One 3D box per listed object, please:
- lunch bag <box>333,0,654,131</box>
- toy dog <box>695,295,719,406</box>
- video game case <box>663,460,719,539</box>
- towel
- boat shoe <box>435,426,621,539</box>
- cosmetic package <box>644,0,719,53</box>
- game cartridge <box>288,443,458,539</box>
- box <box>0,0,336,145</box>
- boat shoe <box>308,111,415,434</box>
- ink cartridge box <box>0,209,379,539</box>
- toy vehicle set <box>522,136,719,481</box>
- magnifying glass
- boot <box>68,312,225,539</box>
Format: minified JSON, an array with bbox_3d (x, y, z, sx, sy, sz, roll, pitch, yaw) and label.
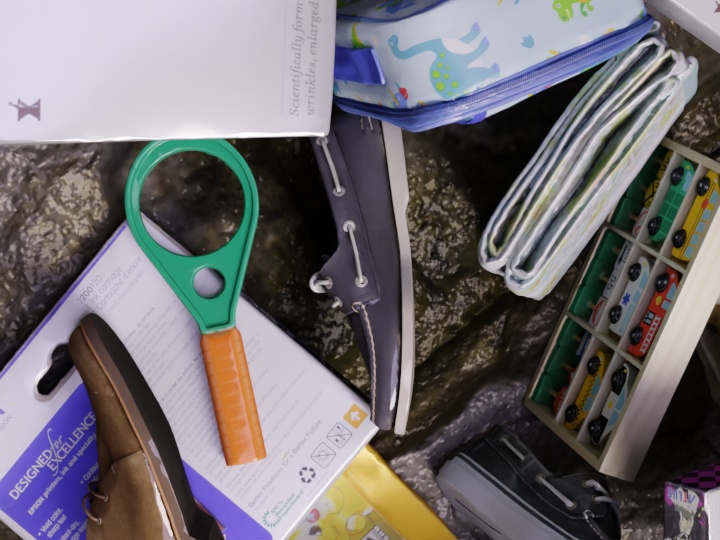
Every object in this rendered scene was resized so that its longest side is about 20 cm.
[{"bbox_3d":[0.059,-0.140,1.139,0.160,0.200,0.083,-24,105,-14],"label":"lunch bag"},{"bbox_3d":[0.310,0.007,1.281,0.199,0.194,0.140,-30,101,-1],"label":"toy dog"},{"bbox_3d":[0.251,0.193,1.206,0.199,0.036,0.182,-13,107,-44],"label":"video game case"},{"bbox_3d":[0.135,-0.062,1.203,0.048,0.200,0.172,38,94,9],"label":"towel"},{"bbox_3d":[0.127,0.154,1.253,0.071,0.200,0.072,-45,135,-10],"label":"boat shoe"},{"bbox_3d":[0.211,-0.208,1.243,0.199,0.071,0.102,29,95,-24],"label":"cosmetic package"},{"bbox_3d":[-0.061,0.186,1.285,0.200,0.032,0.176,-45,114,-4],"label":"game cartridge"},{"bbox_3d":[-0.123,-0.178,1.102,0.199,0.131,0.200,-2,107,-19],"label":"box"},{"bbox_3d":[0.000,0.000,1.209,0.062,0.073,0.201,-3,80,-1],"label":"boat shoe"},{"bbox_3d":[-0.121,0.100,1.216,0.200,0.043,0.198,40,88,-4],"label":"ink cartridge box"},{"bbox_3d":[0.176,0.019,1.267,0.026,0.124,0.201,20,98,-23],"label":"toy vehicle set"},{"bbox_3d":[-0.088,0.015,1.190,0.079,0.022,0.201,-12,89,-5],"label":"magnifying glass"},{"bbox_3d":[-0.136,0.125,1.163,0.075,0.074,0.201,-22,93,7],"label":"boot"}]
